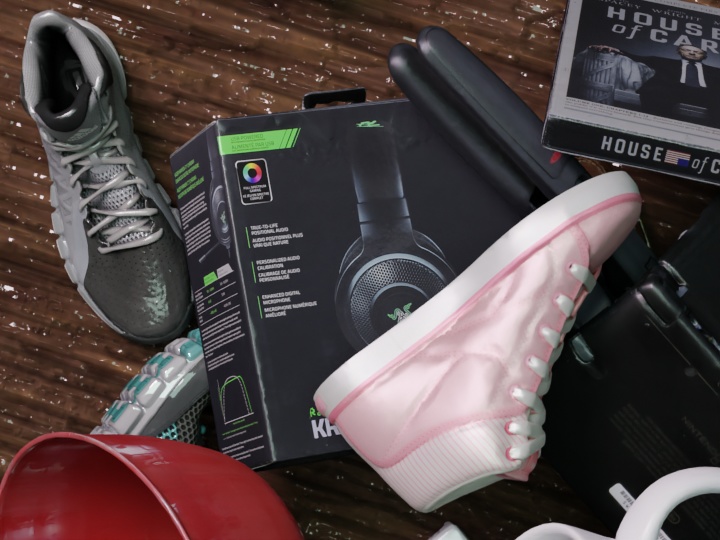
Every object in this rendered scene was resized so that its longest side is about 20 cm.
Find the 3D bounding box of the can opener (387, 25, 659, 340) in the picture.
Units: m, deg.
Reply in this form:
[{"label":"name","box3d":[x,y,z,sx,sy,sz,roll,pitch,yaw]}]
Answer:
[{"label":"can opener","box3d":[0.090,-0.051,1.246,0.200,0.063,0.079,53,43,-17]}]

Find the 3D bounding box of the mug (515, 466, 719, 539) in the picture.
[{"label":"mug","box3d":[0.160,0.197,1.173,0.175,0.148,0.201,20,87,-22]}]

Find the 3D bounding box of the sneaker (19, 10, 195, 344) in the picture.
[{"label":"sneaker","box3d":[-0.153,-0.055,1.319,0.075,0.116,0.201,-21,83,0]}]

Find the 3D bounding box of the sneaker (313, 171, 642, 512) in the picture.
[{"label":"sneaker","box3d":[0.082,0.044,1.187,0.200,0.075,0.105,-38,75,3]}]

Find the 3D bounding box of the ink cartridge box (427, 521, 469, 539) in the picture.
[{"label":"ink cartridge box","box3d":[0.021,0.258,1.293,0.200,0.084,0.145,-40,85,-2]}]

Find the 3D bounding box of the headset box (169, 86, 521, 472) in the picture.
[{"label":"headset box","box3d":[0.000,0.000,1.291,0.173,0.093,0.201,-7,82,-22]}]

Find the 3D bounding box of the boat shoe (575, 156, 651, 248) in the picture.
[{"label":"boat shoe","box3d":[0.138,0.023,1.322,0.072,0.068,0.201,-11,83,3]}]

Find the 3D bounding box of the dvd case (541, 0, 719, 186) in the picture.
[{"label":"dvd case","box3d":[0.181,-0.102,1.280,0.150,0.200,0.025,12,119,3]}]

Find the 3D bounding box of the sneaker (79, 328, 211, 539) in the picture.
[{"label":"sneaker","box3d":[-0.118,0.122,1.331,0.091,0.078,0.200,37,90,-11]}]

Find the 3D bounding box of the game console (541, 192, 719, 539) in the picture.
[{"label":"game console","box3d":[0.210,0.074,1.249,0.200,0.116,0.176,48,119,-3]}]

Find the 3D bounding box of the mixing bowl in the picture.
[{"label":"mixing bowl","box3d":[-0.095,0.170,1.227,0.108,0.200,0.201,-14,81,-41]}]
